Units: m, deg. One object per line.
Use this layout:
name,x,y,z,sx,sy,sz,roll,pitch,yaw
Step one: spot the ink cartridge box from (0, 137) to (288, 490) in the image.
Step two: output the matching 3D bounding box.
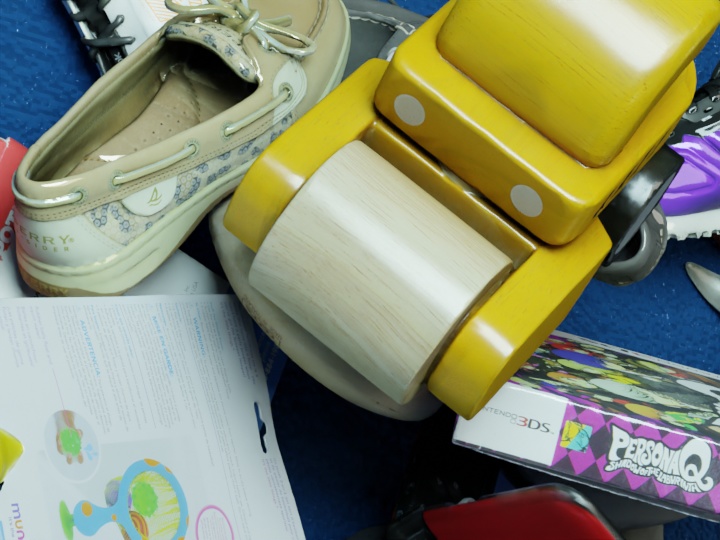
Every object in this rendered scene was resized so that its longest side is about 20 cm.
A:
ink cartridge box,-0.137,0.029,0.993,0.200,0.067,0.116,35,58,-23

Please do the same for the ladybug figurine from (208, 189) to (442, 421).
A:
ladybug figurine,0.000,0.000,1.037,0.136,0.072,0.200,49,10,7

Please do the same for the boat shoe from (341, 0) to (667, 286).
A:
boat shoe,0.048,-0.061,1.035,0.200,0.057,0.067,33,96,3

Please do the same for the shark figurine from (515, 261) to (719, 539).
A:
shark figurine,0.184,0.080,1.200,0.214,0.089,0.128,-39,101,-35

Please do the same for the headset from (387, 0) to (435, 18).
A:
headset,0.050,-0.092,1.120,0.094,0.124,0.200,-26,99,6

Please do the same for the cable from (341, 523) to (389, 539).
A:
cable,-0.007,0.214,1.050,0.200,0.051,0.164,-32,100,-42

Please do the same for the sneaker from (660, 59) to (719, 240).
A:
sneaker,0.184,-0.069,1.211,0.199,0.070,0.100,-3,97,-11

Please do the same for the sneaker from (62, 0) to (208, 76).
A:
sneaker,-0.105,-0.130,1.062,0.200,0.074,0.080,42,58,-18

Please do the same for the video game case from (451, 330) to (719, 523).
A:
video game case,0.133,0.069,1.057,0.181,0.200,0.036,15,98,3

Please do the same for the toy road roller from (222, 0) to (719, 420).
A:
toy road roller,0.055,-0.056,0.915,0.123,0.146,0.200,38,49,9

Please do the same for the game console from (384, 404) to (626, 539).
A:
game console,0.118,0.148,1.071,0.200,0.119,0.172,50,26,-15

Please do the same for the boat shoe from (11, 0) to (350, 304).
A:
boat shoe,-0.069,-0.069,0.974,0.200,0.073,0.063,-52,151,-35

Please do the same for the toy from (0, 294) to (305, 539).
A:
toy,-0.107,0.070,0.917,0.200,0.047,0.116,2,71,-57

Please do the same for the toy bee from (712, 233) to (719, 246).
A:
toy bee,0.264,-0.095,1.296,0.131,0.109,0.200,33,60,-22
